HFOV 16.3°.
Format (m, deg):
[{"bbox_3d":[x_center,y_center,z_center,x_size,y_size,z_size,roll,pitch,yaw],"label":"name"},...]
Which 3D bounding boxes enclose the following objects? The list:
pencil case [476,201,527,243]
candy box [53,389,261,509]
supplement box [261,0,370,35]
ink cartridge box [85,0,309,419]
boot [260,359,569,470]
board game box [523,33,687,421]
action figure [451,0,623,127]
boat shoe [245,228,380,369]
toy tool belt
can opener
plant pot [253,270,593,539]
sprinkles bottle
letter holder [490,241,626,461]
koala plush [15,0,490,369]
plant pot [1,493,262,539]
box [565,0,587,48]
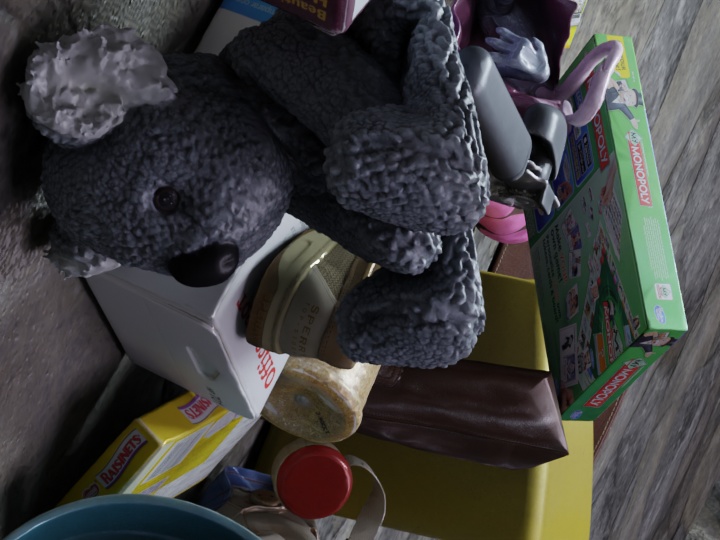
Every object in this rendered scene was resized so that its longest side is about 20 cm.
[{"bbox_3d":[0.100,-0.083,1.758,0.094,0.090,0.200,-59,166,-6],"label":"pencil case"},{"bbox_3d":[-0.103,0.099,1.389,0.102,0.026,0.200,-46,173,22],"label":"candy box"},{"bbox_3d":[-0.030,-0.222,1.050,0.103,0.130,0.201,-51,158,-46],"label":"supplement box"},{"bbox_3d":[-0.053,-0.045,1.303,0.201,0.086,0.147,-61,164,-17],"label":"ink cartridge box"},{"bbox_3d":[0.036,0.053,1.512,0.187,0.199,0.065,93,12,-59],"label":"boot"},{"bbox_3d":[0.144,-0.025,1.553,0.135,0.029,0.201,128,-40,-56],"label":"board game box"},{"bbox_3d":[0.092,-0.112,1.575,0.134,0.148,0.200,-59,165,-31],"label":"action figure"},{"bbox_3d":[0.011,-0.003,1.297,0.200,0.064,0.072,-47,155,-53],"label":"boat shoe"},{"bbox_3d":[-0.067,0.178,1.563,0.123,0.124,0.201,-119,-130,-70],"label":"toy tool belt"},{"bbox_3d":[0.074,-0.087,1.397,0.200,0.053,0.067,55,51,-63],"label":"can opener"},{"bbox_3d":[0.060,0.087,1.699,0.200,0.199,0.178,17,84,-74],"label":"plant pot"},{"bbox_3d":[0.000,0.000,1.419,0.068,0.068,0.201,91,19,-53],"label":"sprinkles bottle"},{"bbox_3d":[0.158,0.084,2.078,0.201,0.142,0.101,-68,164,3],"label":"letter holder"},{"bbox_3d":[-0.054,-0.054,1.145,0.178,0.199,0.185,86,-7,-59],"label":"koala plush"},{"bbox_3d":[-0.125,0.244,1.300,0.201,0.199,0.188,-58,176,-29],"label":"plant pot"},{"bbox_3d":[0.129,-0.221,1.747,0.200,0.038,0.137,-18,129,-70],"label":"box"}]
